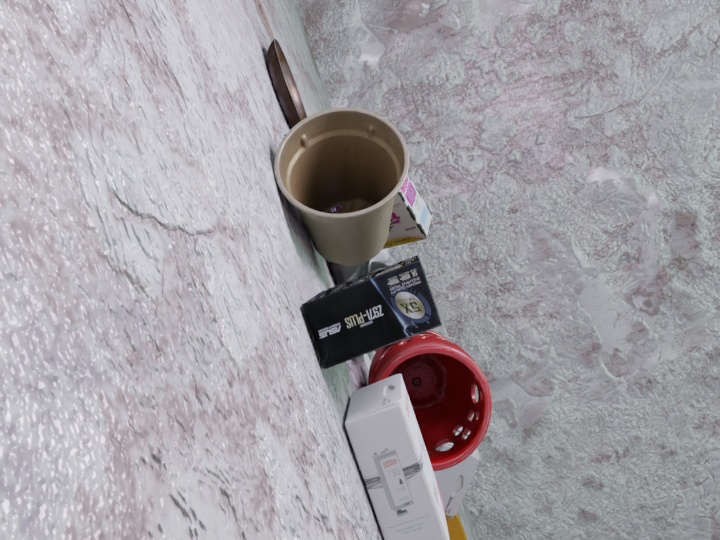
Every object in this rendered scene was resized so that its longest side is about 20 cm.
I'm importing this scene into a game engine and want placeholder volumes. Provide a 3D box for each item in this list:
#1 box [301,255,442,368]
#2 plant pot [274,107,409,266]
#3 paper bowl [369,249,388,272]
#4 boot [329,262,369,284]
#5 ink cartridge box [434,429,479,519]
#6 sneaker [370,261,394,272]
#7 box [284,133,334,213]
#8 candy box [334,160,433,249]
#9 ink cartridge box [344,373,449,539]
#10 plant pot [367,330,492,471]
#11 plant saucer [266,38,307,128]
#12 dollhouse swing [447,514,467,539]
[{"bbox_3d":[0.020,0.050,0.945,0.200,0.160,0.088,-39,108,-85],"label":"box"},{"bbox_3d":[-0.023,-0.110,1.076,0.185,0.196,0.204,85,-10,-58],"label":"plant pot"},{"bbox_3d":[-0.005,-0.072,1.493,0.201,0.102,0.205,-19,91,-84],"label":"paper bowl"},{"bbox_3d":[0.000,0.000,1.322,0.199,0.069,0.135,-35,109,-56],"label":"boot"},{"bbox_3d":[0.179,0.401,1.472,0.200,0.081,0.150,-84,-165,-80],"label":"ink cartridge box"},{"bbox_3d":[0.072,0.044,1.452,0.199,0.073,0.091,20,70,-59],"label":"sneaker"},{"bbox_3d":[-0.085,-0.151,1.284,0.200,0.035,0.146,53,20,-71],"label":"box"},{"bbox_3d":[0.023,-0.130,1.212,0.201,0.134,0.062,52,41,-33],"label":"candy box"},{"bbox_3d":[0.050,0.262,0.940,0.147,0.081,0.204,-61,132,-83],"label":"ink cartridge box"},{"bbox_3d":[0.106,0.202,1.154,0.183,0.196,0.205,-97,167,-83],"label":"plant pot"},{"bbox_3d":[-0.147,-0.361,1.399,0.200,0.031,0.205,-19,91,-85],"label":"plant saucer"},{"bbox_3d":[0.239,0.568,1.373,0.200,0.172,0.186,-76,146,-80],"label":"dollhouse swing"}]
